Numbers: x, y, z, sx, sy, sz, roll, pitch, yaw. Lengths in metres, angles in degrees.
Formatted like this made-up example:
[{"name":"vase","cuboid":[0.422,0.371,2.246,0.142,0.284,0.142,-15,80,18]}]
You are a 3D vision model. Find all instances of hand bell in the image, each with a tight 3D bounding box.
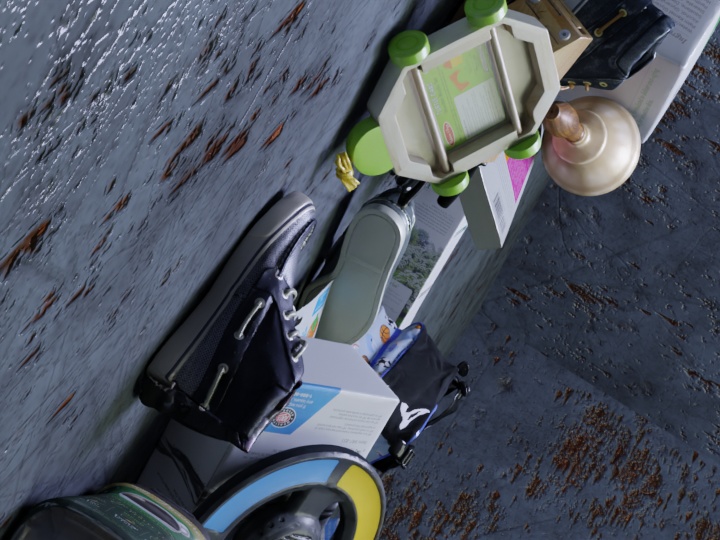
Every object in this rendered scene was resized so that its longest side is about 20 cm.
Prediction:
[{"name":"hand bell","cuboid":[0.207,-0.137,1.492,0.104,0.104,0.200,-59,162,5]}]

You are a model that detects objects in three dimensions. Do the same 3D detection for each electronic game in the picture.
[{"name":"electronic game","cuboid":[-0.067,0.220,1.222,0.200,0.042,0.200,-21,134,-23]}]

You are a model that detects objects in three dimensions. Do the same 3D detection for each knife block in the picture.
[{"name":"knife block","cuboid":[0.104,-0.138,1.351,0.200,0.064,0.176,-30,155,-5]}]

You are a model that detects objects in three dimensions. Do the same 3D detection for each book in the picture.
[{"name":"book","cuboid":[0.136,-0.132,1.512,0.200,0.048,0.134,-63,141,-50]}]

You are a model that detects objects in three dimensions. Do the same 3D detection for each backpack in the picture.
[{"name":"backpack","cuboid":[-0.013,0.141,1.576,0.190,0.154,0.200,-40,179,31]}]

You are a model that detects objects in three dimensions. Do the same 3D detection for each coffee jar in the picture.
[{"name":"coffee jar","cuboid":[-0.169,0.201,1.057,0.085,0.104,0.200,-57,172,0]}]

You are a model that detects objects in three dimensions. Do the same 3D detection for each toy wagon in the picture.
[{"name":"toy wagon","cuboid":[0.064,-0.130,1.225,0.200,0.040,0.155,-27,134,-6]}]

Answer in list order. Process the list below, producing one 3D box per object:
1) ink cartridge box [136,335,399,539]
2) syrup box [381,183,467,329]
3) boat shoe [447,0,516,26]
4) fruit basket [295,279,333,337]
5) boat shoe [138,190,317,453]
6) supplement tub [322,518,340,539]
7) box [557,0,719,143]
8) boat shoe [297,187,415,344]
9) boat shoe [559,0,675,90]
[{"name":"ink cartridge box","cuboid":[-0.084,0.154,1.250,0.145,0.084,0.200,12,114,-42]},{"name":"syrup box","cuboid":[0.054,-0.023,1.679,0.200,0.079,0.081,-61,172,15]},{"name":"boat shoe","cuboid":[0.131,-0.237,1.377,0.200,0.070,0.070,-56,174,-6]},{"name":"fruit basket","cuboid":[-0.078,0.125,1.387,0.200,0.094,0.185,-65,170,25]},{"name":"boat shoe","cuboid":[-0.067,0.039,1.108,0.200,0.093,0.075,-55,172,-23]},{"name":"supplement tub","cuboid":[-0.090,0.295,1.372,0.132,0.199,0.132,-6,90,-87]},{"name":"box","cuboid":[0.267,-0.278,1.581,0.172,0.200,0.199,-55,172,-16]},{"name":"boat shoe","cuboid":[0.000,0.000,1.451,0.062,0.073,0.200,-56,176,-47]},{"name":"boat shoe","cuboid":[0.191,-0.184,1.359,0.071,0.091,0.200,-37,172,-39]}]
